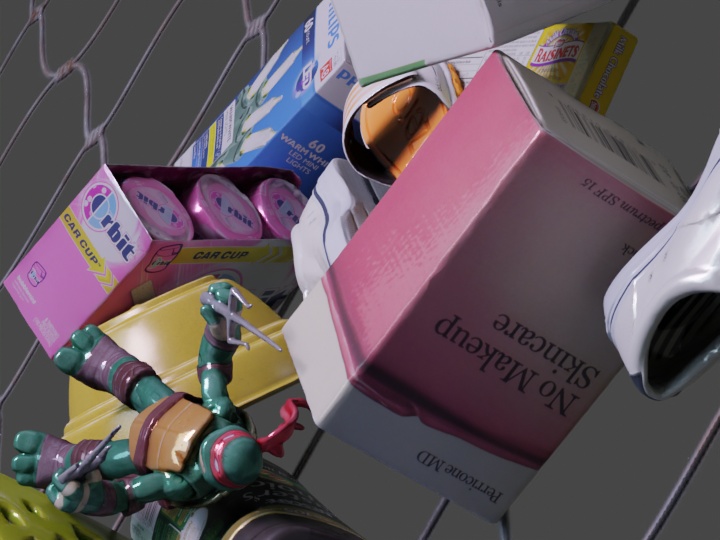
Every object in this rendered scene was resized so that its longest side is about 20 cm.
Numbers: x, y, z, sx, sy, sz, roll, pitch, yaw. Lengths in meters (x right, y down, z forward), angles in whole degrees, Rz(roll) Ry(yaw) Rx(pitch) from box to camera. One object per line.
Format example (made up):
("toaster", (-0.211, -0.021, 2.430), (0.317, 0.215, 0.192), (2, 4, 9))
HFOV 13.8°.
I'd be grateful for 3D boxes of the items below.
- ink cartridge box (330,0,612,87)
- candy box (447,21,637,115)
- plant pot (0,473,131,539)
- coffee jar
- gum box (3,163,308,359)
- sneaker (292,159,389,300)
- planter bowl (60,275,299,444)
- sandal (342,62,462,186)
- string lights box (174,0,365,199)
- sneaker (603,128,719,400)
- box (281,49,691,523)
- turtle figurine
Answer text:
("ink cartridge box", (0.099, -0.181, 1.647), (0.199, 0.088, 0.145), (-22, 5, -30))
("candy box", (0.089, -0.097, 1.776), (0.103, 0.026, 0.200), (-64, 23, -8))
("plant pot", (-0.193, 0.254, 1.739), (0.201, 0.199, 0.181), (-58, 30, 2))
("coffee jar", (-0.054, 0.163, 1.666), (0.086, 0.104, 0.200), (-67, 24, 4))
("gum box", (-0.115, -0.006, 1.894), (0.114, 0.200, 0.066), (-47, 65, 27))
("sneaker", (0.000, 0.000, 1.787), (0.071, 0.073, 0.200), (-63, 13, 16))
("planter bowl", (-0.112, 0.058, 1.792), (0.200, 0.084, 0.200), (-25, -1, -1))
("sandal", (0.026, -0.085, 1.787), (0.079, 0.059, 0.207), (-57, 25, 15))
("string lights box", (-0.048, -0.092, 2.008), (0.200, 0.059, 0.103), (-46, 26, 30))
("sneaker", (0.192, -0.016, 1.435), (0.200, 0.073, 0.071), (-57, 31, 31))
("box", (0.071, 0.009, 1.560), (0.200, 0.128, 0.109), (-53, 25, 16))
("turtle figurine", (-0.110, 0.087, 1.621), (0.150, 0.101, 0.200), (-49, 27, -23))
